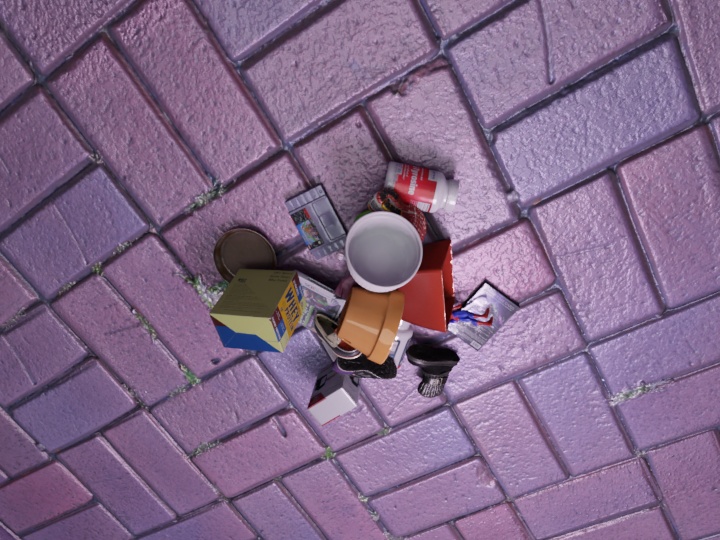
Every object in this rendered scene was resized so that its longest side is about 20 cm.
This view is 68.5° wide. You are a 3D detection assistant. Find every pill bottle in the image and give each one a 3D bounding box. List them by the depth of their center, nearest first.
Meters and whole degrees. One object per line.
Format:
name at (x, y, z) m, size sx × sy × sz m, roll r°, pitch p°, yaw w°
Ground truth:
pill bottle at (0.163, -0.223, 1.444) m, size 0.196 × 0.113 × 0.114 m, roll 11°, pitch 116°, yaw 0°
pill bottle at (0.097, 0.205, 1.647) m, size 0.118 × 0.120 × 0.203 m, roll 16°, pitch 115°, yaw -3°

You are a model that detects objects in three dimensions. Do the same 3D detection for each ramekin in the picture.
ramekin at (0.053, -0.040, 1.357) m, size 0.196 × 0.105 × 0.204 m, roll 2°, pitch 74°, yaw -6°

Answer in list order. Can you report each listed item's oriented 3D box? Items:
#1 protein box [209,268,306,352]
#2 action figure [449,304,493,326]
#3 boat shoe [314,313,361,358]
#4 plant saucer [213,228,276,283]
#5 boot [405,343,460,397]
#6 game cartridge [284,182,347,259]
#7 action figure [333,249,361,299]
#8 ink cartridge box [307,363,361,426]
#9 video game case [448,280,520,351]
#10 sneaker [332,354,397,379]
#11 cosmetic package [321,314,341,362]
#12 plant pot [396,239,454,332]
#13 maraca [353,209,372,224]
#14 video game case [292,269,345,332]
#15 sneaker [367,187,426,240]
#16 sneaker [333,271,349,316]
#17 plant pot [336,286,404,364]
protein box at (-0.291, 0.112, 1.538) m, size 0.195 × 0.201 × 0.136 m, roll 2°, pitch 129°, yaw 18°
action figure at (0.300, 0.136, 1.605) m, size 0.197 × 0.052 × 0.066 m, roll -3°, pitch 141°, yaw 34°
boat shoe at (-0.070, 0.193, 1.564) m, size 0.071 × 0.199 × 0.063 m, roll -28°, pitch 128°, yaw -28°
plant saucer at (-0.351, -0.038, 1.621) m, size 0.196 × 0.032 × 0.203 m, roll 2°, pitch 116°, yaw 4°
boot at (0.208, 0.326, 1.687) m, size 0.208 × 0.080 × 0.159 m, roll 14°, pitch 117°, yaw -28°
game cartridge at (-0.124, -0.139, 1.554) m, size 0.128 × 0.039 × 0.202 m, roll -25°, pitch 111°, yaw 11°
action figure at (0.000, 0.000, 1.470) m, size 0.147 × 0.134 × 0.202 m, roll 26°, pitch 115°, yaw 3°
ink cartridge box at (-0.078, 0.378, 1.700) m, size 0.145 × 0.201 × 0.083 m, roll -34°, pitch 106°, yaw 18°
video game case at (0.377, 0.145, 1.651) m, size 0.142 × 0.019 × 0.201 m, roll 34°, pitch 112°, yaw -11°
sneaker at (0.012, 0.291, 1.601) m, size 0.197 × 0.077 × 0.088 m, roll 14°, pitch 152°, yaw -16°
cosmetic package at (-0.026, 0.198, 1.632) m, size 0.113 × 0.080 × 0.201 m, roll 53°, pitch 127°, yaw 26°
plant pot at (0.171, 0.040, 1.533) m, size 0.173 × 0.200 × 0.203 m, roll 0°, pitch 116°, yaw 17°
maraca at (0.077, -0.114, 1.504) m, size 0.196 × 0.108 × 0.138 m, roll 7°, pitch 136°, yaw 0°
video game case at (-0.151, 0.108, 1.631) m, size 0.180 × 0.023 × 0.201 m, roll 28°, pitch 134°, yaw 1°
sneaker at (0.102, -0.145, 1.422) m, size 0.199 × 0.079 × 0.082 m, roll 39°, pitch 149°, yaw -26°
sneaker at (-0.052, 0.082, 1.626) m, size 0.075 × 0.077 × 0.202 m, roll 24°, pitch 117°, yaw -9°
plant pot at (0.020, 0.131, 1.412) m, size 0.138 × 0.201 × 0.202 m, roll 19°, pitch 116°, yaw -6°
